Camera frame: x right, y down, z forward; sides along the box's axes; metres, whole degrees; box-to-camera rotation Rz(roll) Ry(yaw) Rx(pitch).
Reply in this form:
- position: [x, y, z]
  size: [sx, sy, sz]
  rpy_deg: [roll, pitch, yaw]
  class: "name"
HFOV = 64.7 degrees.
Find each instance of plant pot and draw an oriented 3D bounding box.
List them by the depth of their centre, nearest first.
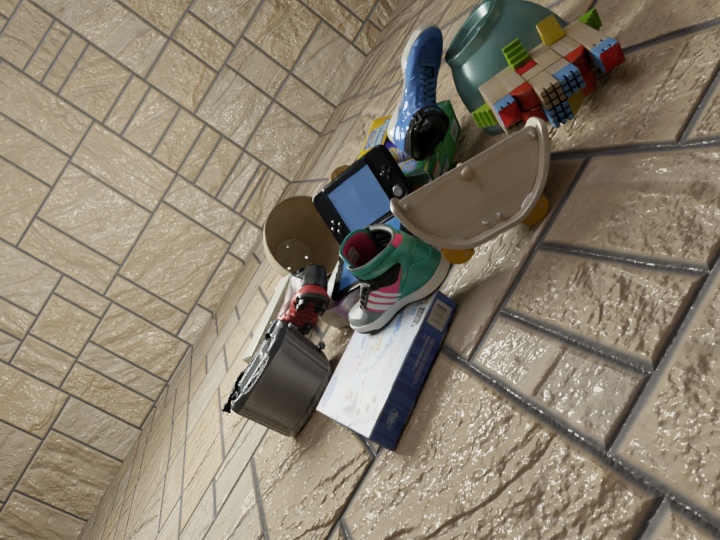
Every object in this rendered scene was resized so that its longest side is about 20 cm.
- position: [0.218, -0.341, 0.898]
  size: [0.201, 0.133, 0.202]
  rpy_deg: [-50, 20, 25]
  class: "plant pot"
- position: [-0.141, -0.055, 1.335]
  size: [0.203, 0.198, 0.134]
  rpy_deg: [-67, 10, -27]
  class: "plant pot"

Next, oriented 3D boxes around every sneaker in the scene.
- position: [0.014, 0.008, 0.757]
  size: [0.199, 0.120, 0.085]
  rpy_deg: [-39, 23, 43]
  class: "sneaker"
- position: [0.108, -0.276, 0.906]
  size: [0.112, 0.075, 0.203]
  rpy_deg: [52, 135, 43]
  class: "sneaker"
- position: [-0.106, 0.054, 1.041]
  size: [0.201, 0.069, 0.100]
  rpy_deg: [130, 147, -53]
  class: "sneaker"

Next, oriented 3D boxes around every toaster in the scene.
- position: [-0.140, 0.197, 0.993]
  size: [0.202, 0.128, 0.114]
  rpy_deg: [-58, 17, 1]
  class: "toaster"

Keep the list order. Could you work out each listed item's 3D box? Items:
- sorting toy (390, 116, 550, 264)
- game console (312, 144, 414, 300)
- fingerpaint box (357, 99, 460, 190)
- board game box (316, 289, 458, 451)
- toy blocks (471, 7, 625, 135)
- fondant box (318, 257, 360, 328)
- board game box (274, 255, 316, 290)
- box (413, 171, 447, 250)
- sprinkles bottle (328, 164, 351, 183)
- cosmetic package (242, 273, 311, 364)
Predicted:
- position: [0.146, -0.104, 0.740]
  size: [0.197, 0.108, 0.180]
  rpy_deg: [-29, 14, 11]
  class: "sorting toy"
- position: [-0.006, -0.077, 0.949]
  size: [0.199, 0.174, 0.119]
  rpy_deg: [-29, 7, 42]
  class: "game console"
- position: [0.081, -0.207, 1.040]
  size: [0.164, 0.074, 0.203]
  rpy_deg: [-6, 48, 32]
  class: "fingerpaint box"
- position: [0.030, 0.126, 0.786]
  size: [0.203, 0.043, 0.198]
  rpy_deg: [-63, 19, -14]
  class: "board game box"
- position: [0.240, -0.235, 0.717]
  size: [0.198, 0.100, 0.138]
  rpy_deg: [-32, 31, 16]
  class: "toy blocks"
- position: [0.000, 0.000, 1.059]
  size: [0.144, 0.058, 0.203]
  rpy_deg: [-23, 40, 61]
  class: "fondant box"
- position: [-0.165, 0.018, 1.511]
  size: [0.155, 0.040, 0.200]
  rpy_deg: [-58, 17, 3]
  class: "board game box"
- position: [0.095, -0.053, 0.914]
  size: [0.201, 0.041, 0.120]
  rpy_deg: [-49, 20, 22]
  class: "box"
- position: [-0.023, -0.123, 1.151]
  size: [0.201, 0.067, 0.069]
  rpy_deg: [84, -154, -59]
  class: "sprinkles bottle"
- position: [-0.162, 0.122, 1.225]
  size: [0.073, 0.103, 0.203]
  rpy_deg: [-28, 33, 58]
  class: "cosmetic package"
